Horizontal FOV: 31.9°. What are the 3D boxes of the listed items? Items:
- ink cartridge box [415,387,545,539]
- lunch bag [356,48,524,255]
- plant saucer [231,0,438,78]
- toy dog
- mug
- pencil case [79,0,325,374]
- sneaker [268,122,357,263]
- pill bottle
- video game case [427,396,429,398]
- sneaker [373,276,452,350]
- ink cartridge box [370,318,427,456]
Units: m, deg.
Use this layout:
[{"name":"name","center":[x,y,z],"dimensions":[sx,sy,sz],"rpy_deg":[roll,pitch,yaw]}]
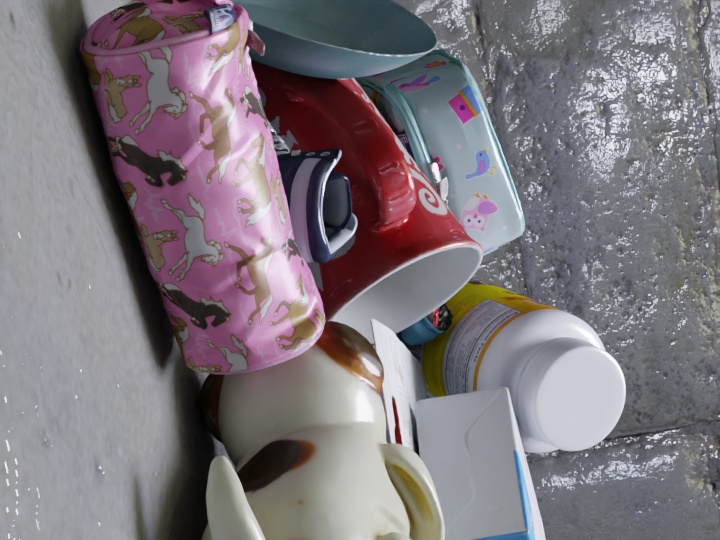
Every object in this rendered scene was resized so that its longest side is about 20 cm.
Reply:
[{"name":"ink cartridge box","center":[0.094,0.188,0.891],"dimensions":[0.200,0.068,0.116],"rpy_deg":[69,13,-48]},{"name":"lunch bag","center":[0.058,-0.092,1.012],"dimensions":[0.200,0.077,0.161],"rpy_deg":[-124,-166,-69]},{"name":"plant saucer","center":[-0.048,-0.168,0.843],"dimensions":[0.201,0.201,0.039],"rpy_deg":[-91,-162,-65]},{"name":"toy dog","center":[-0.036,0.125,0.693],"dimensions":[0.194,0.139,0.200],"rpy_deg":[42,28,-35]},{"name":"mug","center":[-0.009,-0.071,0.886],"dimensions":[0.178,0.133,0.200],"rpy_deg":[-49,-117,42]},{"name":"pencil case","center":[-0.077,-0.042,0.655],"dimensions":[0.083,0.086,0.200],"rpy_deg":[-78,159,-60]},{"name":"sneaker","center":[-0.060,-0.071,0.797],"dimensions":[0.070,0.108,0.200],"rpy_deg":[74,8,-47]},{"name":"pill bottle","center":[0.117,0.074,0.977],"dimensions":[0.200,0.109,0.109],"rpy_deg":[-156,-128,-65]},{"name":"video game case","center":[0.082,0.122,1.133],"dimensions":[0.200,0.019,0.143],"rpy_deg":[40,34,-49]},{"name":"sneaker","center":[0.000,0.000,1.022],"dimensions":[0.079,0.095,0.200],"rpy_deg":[49,11,-32]},{"name":"ink cartridge box","center":[0.020,0.130,0.870],"dimensions":[0.200,0.047,0.160],"rpy_deg":[46,34,-72]}]
